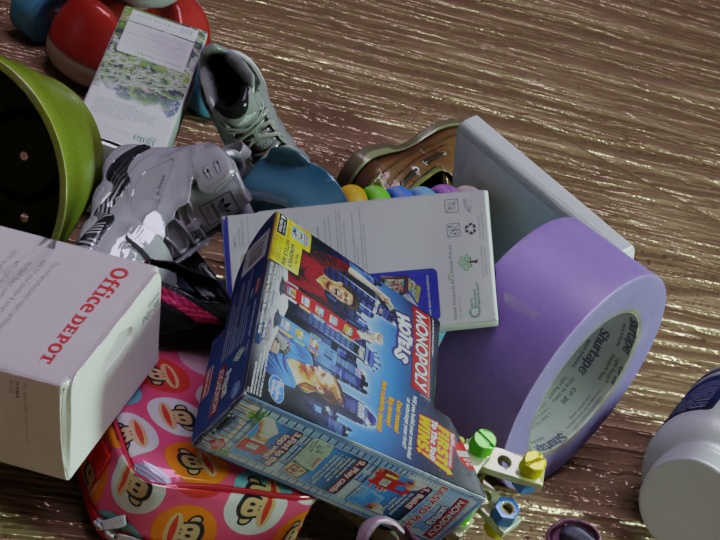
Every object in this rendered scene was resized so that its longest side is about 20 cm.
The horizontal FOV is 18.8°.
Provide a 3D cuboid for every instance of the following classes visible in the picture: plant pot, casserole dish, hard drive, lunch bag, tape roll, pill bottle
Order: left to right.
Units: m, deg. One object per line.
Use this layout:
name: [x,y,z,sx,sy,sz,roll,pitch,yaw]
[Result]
plant pot: [-0.280,-0.077,1.609,0.199,0.201,0.193,28,14,6]
lunch bag: [-0.131,0.112,1.483,0.175,0.082,0.200,11,29,-27]
casserole dish: [-0.038,0.000,1.691,0.039,0.201,0.121,-35,28,-30]
hard drive: [0.149,-0.025,1.835,0.026,0.133,0.200,-26,51,-28]
tape roll: [0.143,0.065,1.686,0.085,0.201,0.199,36,27,25]
pill bottle: [0.290,0.154,1.752,0.111,0.112,0.200,31,26,13]

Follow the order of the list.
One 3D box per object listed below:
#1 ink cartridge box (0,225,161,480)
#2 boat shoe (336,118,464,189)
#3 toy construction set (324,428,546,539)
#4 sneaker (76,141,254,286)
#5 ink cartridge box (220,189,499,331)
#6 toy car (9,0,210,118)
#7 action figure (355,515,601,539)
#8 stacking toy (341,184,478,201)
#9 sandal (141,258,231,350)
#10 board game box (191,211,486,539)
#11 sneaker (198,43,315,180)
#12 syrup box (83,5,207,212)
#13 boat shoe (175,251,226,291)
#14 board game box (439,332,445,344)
ink cartridge box: [-0.247,0.043,1.417,0.198,0.083,0.147,14,36,15]
boat shoe: [0.060,-0.088,2.068,0.068,0.072,0.199,41,39,22]
toy construction set: [0.023,0.136,1.564,0.199,0.093,0.131,27,49,22]
sneaker: [-0.142,-0.028,1.616,0.114,0.075,0.201,-10,41,15]
ink cartridge box: [0.000,0.000,1.596,0.198,0.100,0.039,-4,-8,4]
toy car: [-0.193,-0.268,2.018,0.184,0.201,0.176,38,28,25]
action figure: [0.104,0.226,1.466,0.148,0.135,0.199,23,24,36]
stacking toy: [0.003,-0.039,1.805,0.198,0.086,0.086,7,30,-21]
sandal: [-0.118,0.022,1.525,0.198,0.045,0.075,10,32,-16]
board game box: [-0.006,0.087,1.476,0.199,0.062,0.201,35,33,-19]
sneaker: [-0.090,-0.106,1.851,0.201,0.075,0.116,59,1,9]
syrup box: [-0.193,-0.132,1.847,0.078,0.082,0.201,17,40,-4]
boat shoe: [-0.109,0.034,1.658,0.062,0.075,0.200,-30,45,-23]
board game box: [0.056,0.033,1.845,0.150,0.047,0.200,30,25,11]
